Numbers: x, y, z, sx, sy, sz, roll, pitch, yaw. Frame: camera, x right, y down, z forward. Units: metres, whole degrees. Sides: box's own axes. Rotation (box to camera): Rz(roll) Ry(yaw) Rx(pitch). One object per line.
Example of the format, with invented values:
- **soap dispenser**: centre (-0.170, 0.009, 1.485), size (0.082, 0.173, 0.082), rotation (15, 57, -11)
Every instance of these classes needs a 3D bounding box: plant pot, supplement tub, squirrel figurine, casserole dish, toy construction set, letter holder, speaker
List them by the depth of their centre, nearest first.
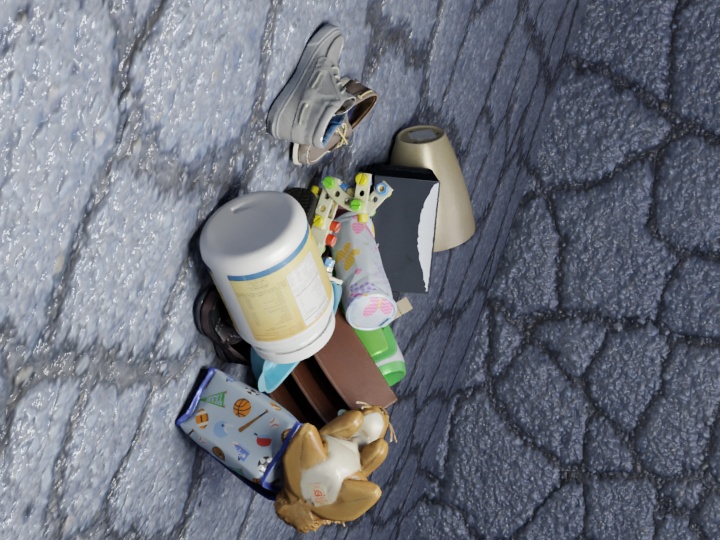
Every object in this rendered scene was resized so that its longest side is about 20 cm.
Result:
- **supplement tub**: centre (-0.117, 0.011, 1.434), size (0.145, 0.143, 0.201), rotation (-58, 144, -36)
- **squirrel figurine**: centre (-0.036, 0.276, 1.544), size (0.201, 0.141, 0.187), rotation (-57, 176, 30)
- **casserole dish**: centre (-0.099, 0.089, 1.579), size (0.200, 0.039, 0.122), rotation (-50, 159, -27)
- **letter holder**: centre (-0.064, 0.163, 1.677), size (0.141, 0.201, 0.101), rotation (-27, 169, -37)
- **toy construction set**: centre (-0.042, -0.064, 1.684), size (0.202, 0.130, 0.092), rotation (-67, 162, -11)
- **speaker**: centre (0.002, 0.094, 1.776), size (0.088, 0.201, 0.089), rotation (-21, 157, -9)
- **plant pot**: centre (0.122, -0.168, 2.069), size (0.187, 0.185, 0.202), rotation (-49, 139, -51)

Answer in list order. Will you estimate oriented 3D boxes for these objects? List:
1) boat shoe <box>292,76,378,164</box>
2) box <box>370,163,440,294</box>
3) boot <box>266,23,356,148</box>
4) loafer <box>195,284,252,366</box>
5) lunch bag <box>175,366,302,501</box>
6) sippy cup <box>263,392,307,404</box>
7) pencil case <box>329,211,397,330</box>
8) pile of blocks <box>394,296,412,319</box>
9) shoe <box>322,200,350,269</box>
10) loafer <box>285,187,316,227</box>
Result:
- **boat shoe**: centre (-0.038, -0.223, 1.641), size (0.072, 0.059, 0.200), rotation (95, 22, -44)
- **box**: centre (0.069, -0.076, 1.907), size (0.200, 0.116, 0.199), rotation (-88, -176, -79)
- **boot**: centre (-0.046, -0.253, 1.513), size (0.074, 0.095, 0.201), rotation (78, 35, -62)
- **loafer**: centre (-0.178, 0.083, 1.534), size (0.072, 0.062, 0.200), rotation (-62, 162, -21)
- **lunch bag**: centre (-0.157, 0.248, 1.598), size (0.124, 0.169, 0.200), rotation (-55, 162, -8)
- **sippy cup**: centre (-0.117, 0.228, 1.771), size (0.178, 0.138, 0.131), rotation (-54, 158, -45)
- **pencil case**: centre (0.000, 0.000, 1.726), size (0.091, 0.083, 0.201), rotation (45, 22, -43)
- **pile of blocks**: centre (0.004, 0.085, 1.897), size (0.199, 0.063, 0.082), rotation (-32, 175, 26)
- **shoe**: centre (-0.030, -0.049, 1.847), size (0.201, 0.071, 0.092), rotation (87, 22, -63)
- **loafer**: centre (-0.114, -0.027, 1.598), size (0.072, 0.072, 0.201), rotation (81, 33, -58)
